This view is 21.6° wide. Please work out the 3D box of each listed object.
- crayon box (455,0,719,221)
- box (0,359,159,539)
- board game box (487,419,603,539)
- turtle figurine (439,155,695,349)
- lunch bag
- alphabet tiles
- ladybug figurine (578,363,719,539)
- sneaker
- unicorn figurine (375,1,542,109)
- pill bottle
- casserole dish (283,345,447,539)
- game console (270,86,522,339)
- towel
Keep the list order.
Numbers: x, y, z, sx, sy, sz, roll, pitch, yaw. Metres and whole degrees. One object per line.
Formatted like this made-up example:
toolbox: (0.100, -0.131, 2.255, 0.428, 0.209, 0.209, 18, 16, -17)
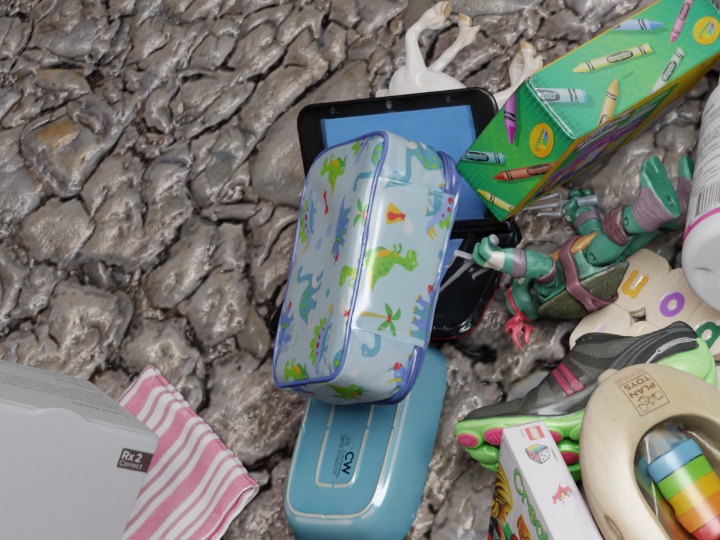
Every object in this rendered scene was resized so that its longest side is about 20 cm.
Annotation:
crayon box: (0.175, -0.125, 1.387, 0.200, 0.119, 0.058, -32, 78, -36)
box: (-0.301, 0.181, 1.519, 0.130, 0.198, 0.201, 28, 98, 50)
board game box: (0.138, 0.217, 1.264, 0.034, 0.127, 0.201, -11, 46, -14)
turtle figurine: (0.160, -0.017, 1.402, 0.199, 0.101, 0.150, -30, 4, 32)
lunch bag: (0.000, 0.000, 1.425, 0.161, 0.082, 0.201, -15, 62, 63)
alphabet tiles: (0.244, 0.059, 1.361, 0.200, 0.015, 0.196, 32, 83, 44)
ladybug figurine: (0.214, 0.154, 1.245, 0.135, 0.072, 0.201, -23, 73, -21)
sneaker: (0.162, 0.094, 1.351, 0.199, 0.077, 0.084, -20, 35, 21)
unicorn figurine: (0.068, -0.148, 1.582, 0.200, 0.074, 0.138, 32, 94, 39)
pill bottle: (0.293, -0.073, 1.331, 0.113, 0.113, 0.201, -10, 46, 31)
casserole dish: (-0.001, 0.131, 1.480, 0.121, 0.039, 0.201, -3, 61, 36)
game console: (0.016, -0.042, 1.516, 0.199, 0.119, 0.173, -3, 43, 36)
towel: (-0.182, 0.180, 1.588, 0.146, 0.030, 0.200, -48, 45, 0)
